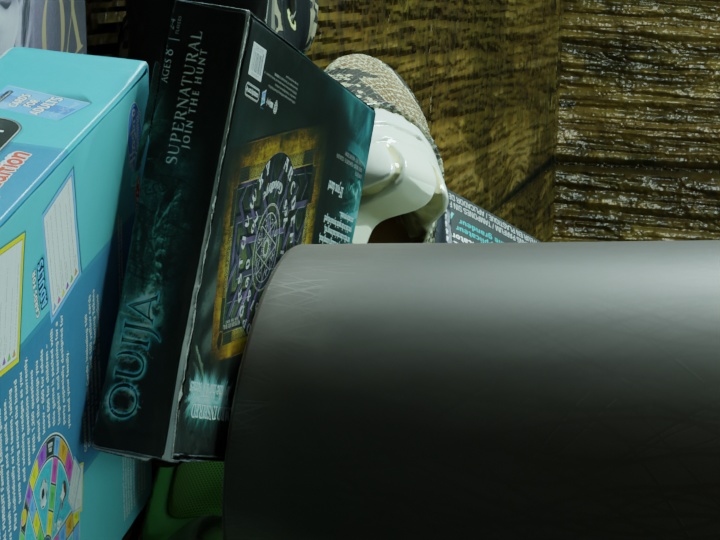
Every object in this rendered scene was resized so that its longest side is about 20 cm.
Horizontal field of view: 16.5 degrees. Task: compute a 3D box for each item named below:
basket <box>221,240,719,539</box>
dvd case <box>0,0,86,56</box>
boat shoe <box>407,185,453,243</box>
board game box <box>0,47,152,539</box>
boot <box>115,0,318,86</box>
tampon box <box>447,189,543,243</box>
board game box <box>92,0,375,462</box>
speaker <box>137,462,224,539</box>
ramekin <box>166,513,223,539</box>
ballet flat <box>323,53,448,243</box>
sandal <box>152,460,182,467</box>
[{"bbox_3d":[0.066,0.063,0.795,0.136,0.199,0.181,14,84,-78],"label":"basket"},{"bbox_3d":[-0.112,-0.095,0.779,0.149,0.016,0.201,-62,155,-69],"label":"dvd case"},{"bbox_3d":[0.020,0.042,1.023,0.075,0.062,0.200,-37,-139,46],"label":"boat shoe"},{"bbox_3d":[-0.111,0.044,0.686,0.200,0.047,0.151,-58,153,-61],"label":"board game box"},{"bbox_3d":[-0.055,-0.063,0.977,0.154,0.073,0.204,3,92,-84],"label":"boot"},{"bbox_3d":[0.049,0.088,1.172,0.126,0.150,0.200,-42,-144,31],"label":"tampon box"},{"bbox_3d":[-0.037,-0.004,0.816,0.200,0.028,0.136,25,75,-78],"label":"board game box"},{"bbox_3d":[-0.041,0.079,1.060,0.089,0.088,0.200,84,13,-46],"label":"speaker"},{"bbox_3d":[-0.046,0.191,0.820,0.200,0.098,0.200,59,8,-14],"label":"ramekin"},{"bbox_3d":[0.000,0.000,0.960,0.075,0.068,0.200,-29,-137,61],"label":"ballet flat"},{"bbox_3d":[-0.040,0.006,1.024,0.082,0.055,0.200,-45,-161,43],"label":"sandal"}]
